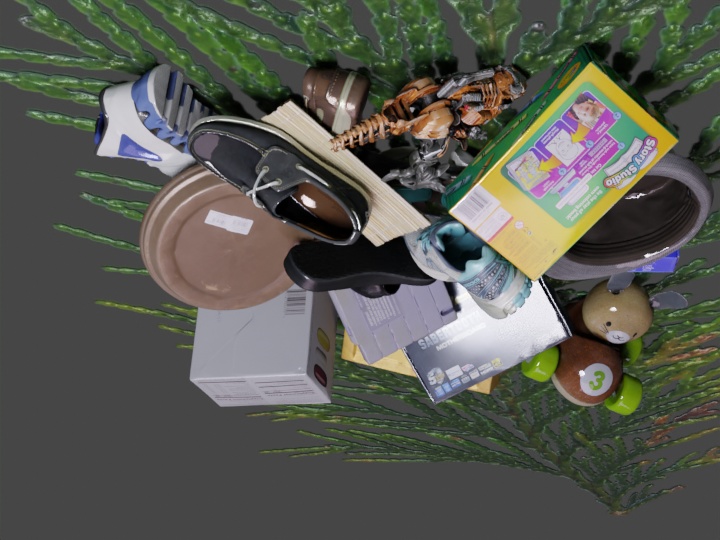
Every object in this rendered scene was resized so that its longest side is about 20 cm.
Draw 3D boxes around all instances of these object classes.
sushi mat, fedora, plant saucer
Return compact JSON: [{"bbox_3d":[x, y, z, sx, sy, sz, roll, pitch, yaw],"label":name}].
[{"bbox_3d":[-0.025,-0.095,1.219,0.200,0.012,0.096,40,146,-21],"label":"sushi mat"},{"bbox_3d":[0.268,-0.080,1.271,0.199,0.091,0.177,-20,137,16],"label":"fedora"},{"bbox_3d":[-0.135,-0.031,1.277,0.199,0.030,0.201,-8,129,-10],"label":"plant saucer"}]

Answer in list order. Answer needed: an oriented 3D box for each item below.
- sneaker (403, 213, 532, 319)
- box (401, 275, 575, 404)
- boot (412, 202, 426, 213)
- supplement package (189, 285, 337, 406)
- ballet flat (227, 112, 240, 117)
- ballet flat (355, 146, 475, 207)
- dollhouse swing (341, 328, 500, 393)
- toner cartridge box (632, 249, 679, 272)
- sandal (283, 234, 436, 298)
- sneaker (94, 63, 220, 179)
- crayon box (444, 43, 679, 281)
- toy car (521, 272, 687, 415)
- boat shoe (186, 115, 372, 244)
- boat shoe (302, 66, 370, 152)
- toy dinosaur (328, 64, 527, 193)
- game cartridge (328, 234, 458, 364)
[{"bbox_3d":[0.101,-0.029,1.252,0.086,0.078,0.200,45,174,-36],"label":"sneaker"},{"bbox_3d":[0.140,0.051,1.466,0.199,0.158,0.051,-28,-178,18],"label":"box"},{"bbox_3d":[-0.010,-0.076,1.400,0.165,0.073,0.200,-17,140,4],"label":"boot"},{"bbox_3d":[-0.117,0.061,1.527,0.155,0.201,0.111,-3,155,15],"label":"supplement package"},{"bbox_3d":[-0.102,-0.084,1.299,0.075,0.068,0.201,1,128,6],"label":"ballet flat"},{"bbox_3d":[0.085,-0.102,1.298,0.199,0.069,0.068,7,157,-10],"label":"ballet flat"},{"bbox_3d":[0.096,0.052,1.581,0.199,0.177,0.182,12,-177,12],"label":"dollhouse swing"},{"bbox_3d":[0.257,-0.049,1.361,0.199,0.096,0.043,1,156,7],"label":"toner cartridge box"},{"bbox_3d":[-0.001,-0.001,1.312,0.200,0.075,0.048,-1,136,-35],"label":"sandal"},{"bbox_3d":[-0.213,-0.142,1.260,0.115,0.081,0.200,-2,150,23],"label":"sneaker"},{"bbox_3d":[0.191,-0.100,1.149,0.119,0.058,0.200,37,111,-17],"label":"crayon box"},{"bbox_3d":[0.335,0.074,1.577,0.164,0.158,0.200,22,140,-14],"label":"toy car"},{"bbox_3d":[-0.083,-0.089,1.178,0.199,0.068,0.072,29,122,-4],"label":"boat shoe"},{"bbox_3d":[-0.041,-0.146,1.236,0.074,0.075,0.203,18,149,1],"label":"boat shoe"},{"bbox_3d":[0.062,-0.151,1.149,0.199,0.103,0.136,3,156,-17],"label":"toy dinosaur"},{"bbox_3d":[0.022,0.001,1.387,0.129,0.038,0.201,-25,116,-2],"label":"game cartridge"}]
